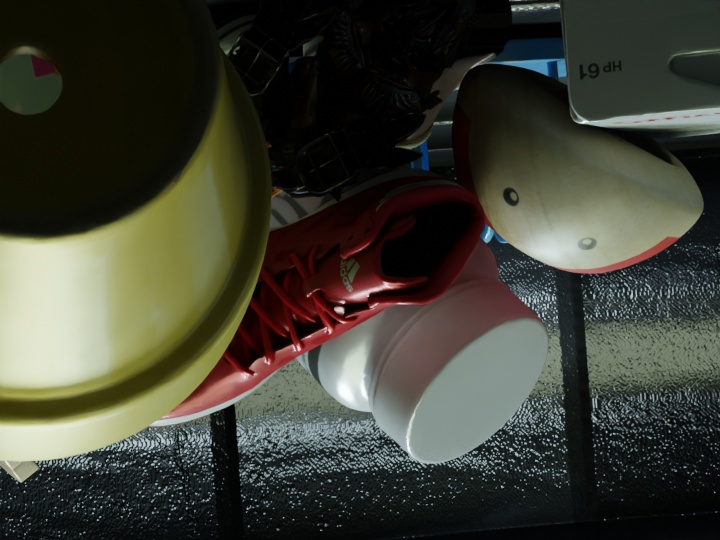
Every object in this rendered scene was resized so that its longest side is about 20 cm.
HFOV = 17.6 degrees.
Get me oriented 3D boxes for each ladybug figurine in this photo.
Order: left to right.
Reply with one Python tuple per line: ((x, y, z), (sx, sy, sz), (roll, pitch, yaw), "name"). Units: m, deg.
((0.101, -0.047, 1.159), (0.136, 0.072, 0.200), (31, -170, 2), "ladybug figurine")

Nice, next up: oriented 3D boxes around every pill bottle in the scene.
((0.000, 0.000, 1.218), (0.114, 0.114, 0.200), (-4, -140, -48), "pill bottle")

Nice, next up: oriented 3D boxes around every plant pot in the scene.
((-0.127, -0.044, 0.881), (0.200, 0.201, 0.189), (-4, 164, -10), "plant pot")

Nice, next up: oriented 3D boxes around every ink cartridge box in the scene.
((0.183, -0.111, 1.081), (0.144, 0.085, 0.200), (-5, -179, 17), "ink cartridge box")

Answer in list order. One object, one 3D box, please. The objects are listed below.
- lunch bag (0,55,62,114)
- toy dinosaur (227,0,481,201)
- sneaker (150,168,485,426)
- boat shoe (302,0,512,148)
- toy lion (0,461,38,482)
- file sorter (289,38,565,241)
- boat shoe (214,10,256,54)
((-0.184, -0.088, 1.148), (0.200, 0.077, 0.160), (-2, -176, -33), "lunch bag")
((-0.021, -0.068, 1.115), (0.102, 0.200, 0.136), (31, 172, 0), "toy dinosaur")
((-0.032, 0.007, 1.077), (0.200, 0.078, 0.116), (-33, -177, -9), "sneaker")
((0.029, -0.104, 1.264), (0.075, 0.075, 0.202), (-4, 180, -19), "boat shoe")
((-0.238, 0.029, 1.360), (0.069, 0.192, 0.200), (-41, 178, -9), "toy lion")
((0.058, -0.077, 1.455), (0.199, 0.123, 0.139), (-4, 179, -17), "file sorter")
((-0.096, -0.102, 1.279), (0.074, 0.062, 0.200), (-19, 171, -23), "boat shoe")
